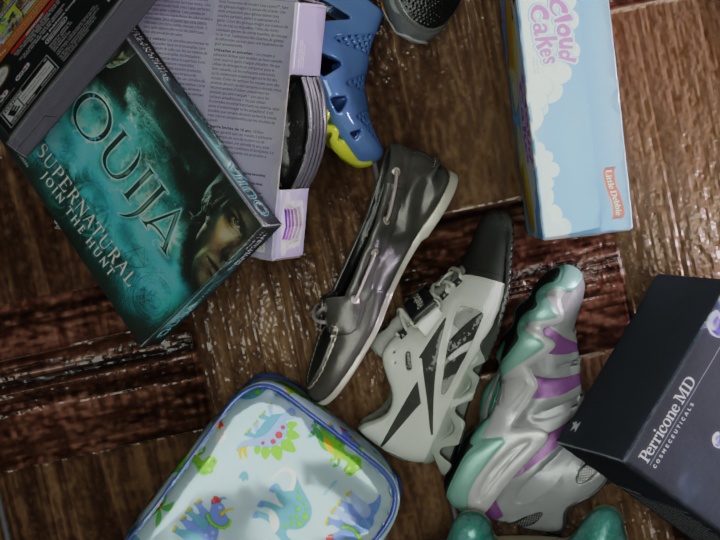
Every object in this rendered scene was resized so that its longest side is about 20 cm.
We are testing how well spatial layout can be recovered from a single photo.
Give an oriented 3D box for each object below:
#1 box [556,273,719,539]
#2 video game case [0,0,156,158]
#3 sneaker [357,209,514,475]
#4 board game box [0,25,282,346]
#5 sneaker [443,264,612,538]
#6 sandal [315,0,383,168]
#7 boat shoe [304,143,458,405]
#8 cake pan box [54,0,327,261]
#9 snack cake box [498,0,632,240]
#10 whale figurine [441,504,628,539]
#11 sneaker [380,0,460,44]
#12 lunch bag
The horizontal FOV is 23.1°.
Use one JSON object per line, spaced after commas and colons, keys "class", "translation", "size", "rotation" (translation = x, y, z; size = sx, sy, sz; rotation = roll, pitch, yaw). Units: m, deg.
{"class": "box", "translation": [0.270, 0.118, 1.248], "size": [0.200, 0.107, 0.149], "rotation": [35, 81, -16]}
{"class": "video game case", "translation": [-0.211, -0.197, 1.243], "size": [0.200, 0.181, 0.025], "rotation": [-50, 132, 3]}
{"class": "sneaker", "translation": [0.054, 0.044, 1.295], "size": [0.088, 0.074, 0.201], "rotation": [19, 93, -3]}
{"class": "board game box", "translation": [-0.160, -0.067, 1.235], "size": [0.135, 0.028, 0.200], "rotation": [-43, 75, 23]}
{"class": "sneaker", "translation": [0.160, 0.106, 1.303], "size": [0.139, 0.078, 0.201], "rotation": [23, 102, -3]}
{"class": "sandal", "translation": [-0.021, -0.173, 1.284], "size": [0.087, 0.079, 0.201], "rotation": [-21, 94, -3]}
{"class": "boat shoe", "translation": [0.000, 0.000, 1.295], "size": [0.057, 0.067, 0.201], "rotation": [30, 86, -14]}
{"class": "cake pan box", "translation": [-0.121, -0.110, 1.257], "size": [0.199, 0.052, 0.185], "rotation": [8, 99, 25]}
{"class": "snack cake box", "translation": [0.145, -0.126, 1.265], "size": [0.067, 0.115, 0.201], "rotation": [-7, 93, 1]}
{"class": "whale figurine", "translation": [0.113, 0.247, 1.274], "size": [0.199, 0.104, 0.160], "rotation": [-27, 101, 18]}
{"class": "sneaker", "translation": [0.069, -0.261, 1.266], "size": [0.078, 0.077, 0.201], "rotation": [15, 95, -31]}
{"class": "lunch bag", "translation": [-0.073, 0.192, 1.300], "size": [0.160, 0.082, 0.200], "rotation": [37, 93, -1]}
